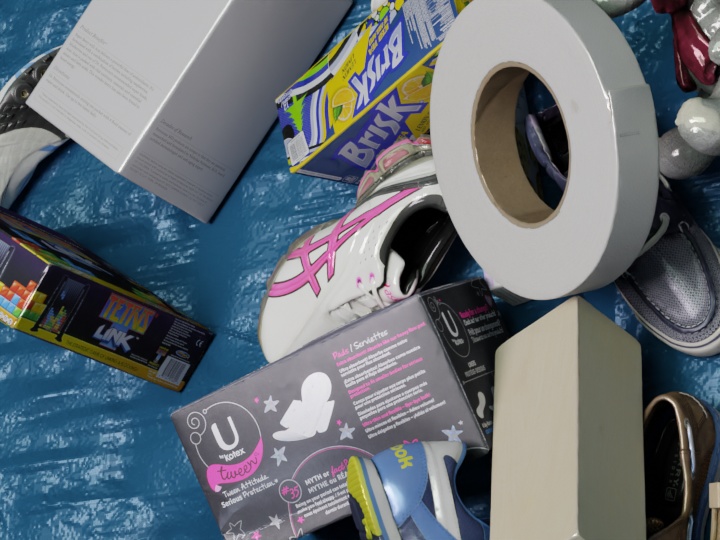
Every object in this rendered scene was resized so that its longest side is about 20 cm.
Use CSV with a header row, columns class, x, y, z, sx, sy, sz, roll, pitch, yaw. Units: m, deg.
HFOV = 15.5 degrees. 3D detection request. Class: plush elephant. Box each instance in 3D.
class,x,y,z,sx,sy,sz,roll,pitch,yaw
plush elephant,0.209,-0.178,1.662,0.155,0.165,0.200,37,92,3

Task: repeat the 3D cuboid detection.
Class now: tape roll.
class,x,y,z,sx,sy,sz,roll,pitch,yaw
tape roll,0.115,-0.082,1.681,0.202,0.037,0.204,23,118,53

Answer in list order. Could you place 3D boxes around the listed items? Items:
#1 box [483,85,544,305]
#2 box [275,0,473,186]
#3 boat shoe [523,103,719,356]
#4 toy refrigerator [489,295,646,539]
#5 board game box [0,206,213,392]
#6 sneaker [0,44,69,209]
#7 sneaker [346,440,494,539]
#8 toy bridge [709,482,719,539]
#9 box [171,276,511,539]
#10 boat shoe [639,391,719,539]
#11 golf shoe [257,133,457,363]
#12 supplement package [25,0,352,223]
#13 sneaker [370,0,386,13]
class,x,y,z,sx,sy,sz,roll,pitch,yaw
box,0.097,-0.076,1.823,0.039,0.041,0.201,-20,63,26
box,0.028,-0.136,1.829,0.200,0.070,0.065,-37,55,42
boat shoe,0.173,-0.033,1.729,0.075,0.093,0.200,-41,57,13
toy refrigerator,0.131,0.120,1.643,0.076,0.070,0.201,-36,32,32
board game box,-0.225,0.007,1.894,0.165,0.200,0.057,33,94,34
sneaker,-0.275,-0.100,2.047,0.200,0.072,0.072,-49,25,-1
sneaker,0.060,0.197,1.632,0.082,0.074,0.201,-21,91,-14
toy bridge,0.226,0.224,1.620,0.027,0.067,0.201,1,84,-3
box,0.000,0.096,1.752,0.199,0.132,0.115,-25,86,22
boat shoe,0.178,0.173,1.667,0.072,0.072,0.201,3,75,32
golf shoe,0.000,0.000,1.814,0.200,0.072,0.092,-50,30,18
supplement package,-0.125,-0.161,1.940,0.121,0.120,0.201,36,94,36
sneaker,0.069,-0.209,1.864,0.199,0.079,0.130,37,96,35
